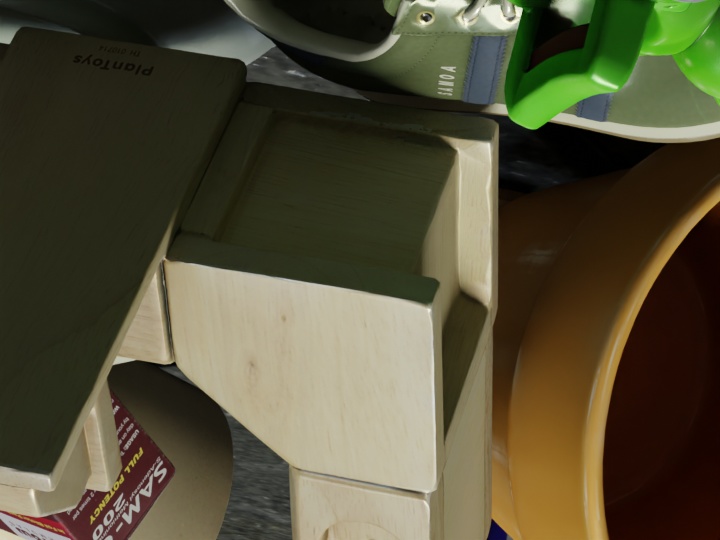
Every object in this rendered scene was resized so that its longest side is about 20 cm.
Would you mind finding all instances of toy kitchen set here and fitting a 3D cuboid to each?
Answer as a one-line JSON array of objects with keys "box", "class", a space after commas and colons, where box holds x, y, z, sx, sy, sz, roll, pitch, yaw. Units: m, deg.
[{"box": [-0.075, 0.055, 0.814, 0.199, 0.164, 0.181, 10, 135, 13], "class": "toy kitchen set"}]

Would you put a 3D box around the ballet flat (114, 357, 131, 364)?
[{"box": [-0.118, 0.012, 1.197, 0.067, 0.063, 0.200, 18, 163, -23], "class": "ballet flat"}]

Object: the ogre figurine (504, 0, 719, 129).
[{"box": [0.071, -0.093, 0.645, 0.199, 0.099, 0.120, 6, 157, -28], "class": "ogre figurine"}]

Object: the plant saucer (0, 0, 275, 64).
[{"box": [-0.110, -0.088, 0.861, 0.199, 0.050, 0.200, 10, 164, 3], "class": "plant saucer"}]

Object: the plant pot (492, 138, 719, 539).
[{"box": [0.114, 0.041, 0.952, 0.200, 0.201, 0.183, 19, 178, -29], "class": "plant pot"}]

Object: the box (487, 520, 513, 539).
[{"box": [0.188, 0.102, 1.236, 0.183, 0.105, 0.200, 19, 162, -30], "class": "box"}]

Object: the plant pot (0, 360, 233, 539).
[{"box": [-0.196, 0.087, 1.343, 0.187, 0.188, 0.200, -7, 143, 47], "class": "plant pot"}]

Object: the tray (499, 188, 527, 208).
[{"box": [0.000, 0.000, 1.129, 0.098, 0.037, 0.200, 12, 165, -7], "class": "tray"}]

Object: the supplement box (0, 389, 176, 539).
[{"box": [-0.173, 0.037, 1.172, 0.109, 0.061, 0.200, 16, 152, 41], "class": "supplement box"}]

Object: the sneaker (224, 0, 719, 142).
[{"box": [0.044, -0.078, 0.758, 0.200, 0.067, 0.090, 1, 168, 40], "class": "sneaker"}]
